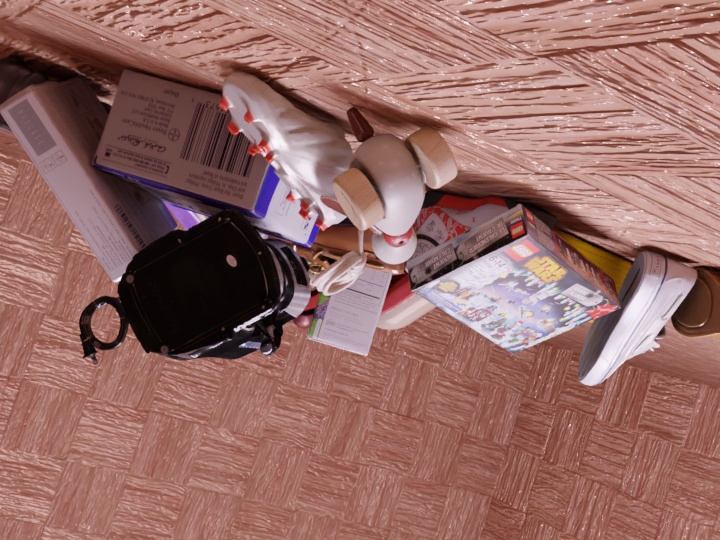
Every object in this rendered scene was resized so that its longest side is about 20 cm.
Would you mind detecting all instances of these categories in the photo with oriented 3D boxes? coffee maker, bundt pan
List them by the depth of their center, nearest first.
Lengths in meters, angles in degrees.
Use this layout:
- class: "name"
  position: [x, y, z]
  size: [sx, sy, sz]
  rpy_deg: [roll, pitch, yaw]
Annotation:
- class: "coffee maker"
  position: [-0.157, 0.024, 1.039]
  size: [0.191, 0.135, 0.200]
  rpy_deg: [-5, 174, 6]
- class: "bundt pan"
  position: [-0.356, -0.180, 1.187]
  size: [0.201, 0.076, 0.202]
  rpy_deg: [25, -179, 0]

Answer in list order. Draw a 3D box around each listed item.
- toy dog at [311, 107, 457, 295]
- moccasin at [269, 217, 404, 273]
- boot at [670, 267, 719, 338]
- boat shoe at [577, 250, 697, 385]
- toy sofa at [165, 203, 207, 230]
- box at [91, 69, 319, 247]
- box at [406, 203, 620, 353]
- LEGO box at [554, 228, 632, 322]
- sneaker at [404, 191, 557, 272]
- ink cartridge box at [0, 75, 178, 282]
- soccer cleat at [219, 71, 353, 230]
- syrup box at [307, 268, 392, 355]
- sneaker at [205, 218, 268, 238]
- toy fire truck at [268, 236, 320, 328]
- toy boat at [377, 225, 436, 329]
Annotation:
- class: "toy dog"
  position: [0.013, -0.073, 0.899]
  size: [0.131, 0.097, 0.200]
  rpy_deg: [-22, 162, -28]
- class: "moccasin"
  position: [-0.028, -0.026, 1.196]
  size: [0.201, 0.078, 0.074]
  rpy_deg: [4, -169, 36]
- class: "boot"
  position: [0.424, 0.053, 1.063]
  size: [0.154, 0.074, 0.200]
  rpy_deg: [14, 180, -13]
- class: "boat shoe"
  position: [0.300, 0.065, 1.126]
  size: [0.066, 0.074, 0.200]
  rpy_deg: [16, 138, -3]
- class: "toy sofa"
  position: [-0.213, -0.072, 1.360]
  size: [0.082, 0.098, 0.200]
  rpy_deg: [-9, 139, 24]
- class: "box"
  position: [-0.139, -0.110, 1.065]
  size: [0.183, 0.105, 0.200]
  rpy_deg: [17, 177, 16]
- class: "box"
  position: [0.160, 0.015, 1.059]
  size: [0.137, 0.040, 0.200]
  rpy_deg: [-28, 142, 28]
- class: "LEGO box"
  position: [0.211, -0.001, 1.216]
  size: [0.199, 0.078, 0.149]
  rpy_deg: [20, 176, -34]
- class: "sneaker"
  position: [0.122, -0.021, 1.095]
  size: [0.067, 0.108, 0.201]
  rpy_deg: [20, 176, -34]
- class: "ink cartridge box"
  position: [-0.273, -0.100, 1.068]
  size: [0.200, 0.045, 0.176]
  rpy_deg: [59, -173, -12]
- class: "soccer cleat"
  position: [-0.056, -0.117, 0.918]
  size: [0.069, 0.078, 0.200]
  rpy_deg: [33, 167, 40]
- class: "syrup box"
  position: [0.000, 0.000, 1.291]
  size: [0.081, 0.201, 0.079]
  rpy_deg: [16, 176, -1]
- class: "sneaker"
  position: [-0.146, -0.041, 1.293]
  size: [0.075, 0.092, 0.200]
  rpy_deg: [8, -149, 8]
- class: "toy fire truck"
  position: [-0.045, -0.009, 1.418]
  size: [0.112, 0.169, 0.200]
  rpy_deg: [14, -160, 42]
- class: "toy boat"
  position: [0.072, -0.011, 1.373]
  size: [0.200, 0.131, 0.130]
  rpy_deg: [-35, 175, 35]
